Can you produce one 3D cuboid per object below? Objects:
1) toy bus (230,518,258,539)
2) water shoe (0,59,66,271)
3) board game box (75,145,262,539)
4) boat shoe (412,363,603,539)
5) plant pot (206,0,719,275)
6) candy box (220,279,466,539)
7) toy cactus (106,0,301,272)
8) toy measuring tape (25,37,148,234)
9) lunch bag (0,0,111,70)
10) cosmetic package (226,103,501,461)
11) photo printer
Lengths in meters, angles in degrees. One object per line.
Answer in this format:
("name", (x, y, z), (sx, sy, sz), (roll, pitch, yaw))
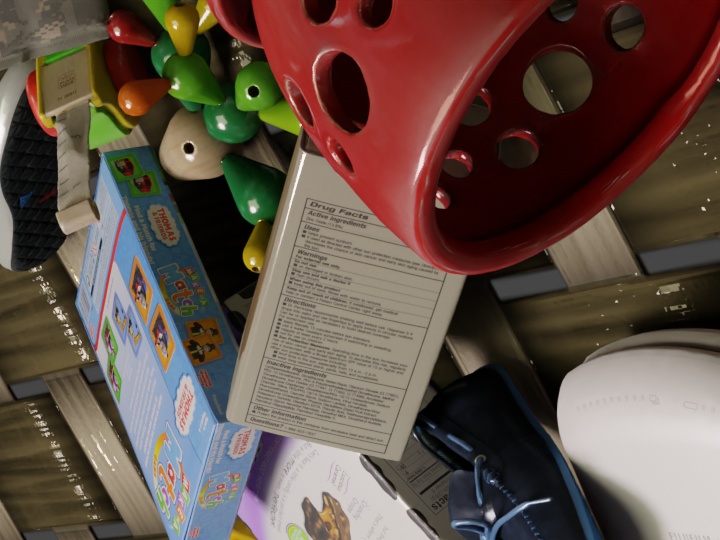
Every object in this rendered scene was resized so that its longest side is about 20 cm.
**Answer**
("toy bus", (-0.075, 0.293, 1.571), (0.135, 0.192, 0.201), (24, 138, 37))
("water shoe", (-0.231, -0.080, 1.546), (0.079, 0.071, 0.201), (43, 146, 22))
("board game box", (-0.117, 0.050, 1.428), (0.152, 0.036, 0.201), (109, 144, -50))
("boat shoe", (0.079, 0.125, 1.255), (0.200, 0.068, 0.084), (-123, 9, -65))
("plant pot", (0.044, -0.130, 1.026), (0.183, 0.200, 0.201), (47, 148, 24))
("candy box", (-0.011, 0.117, 1.435), (0.200, 0.071, 0.168), (46, 147, 15))
("toy cactus", (-0.082, -0.075, 1.349), (0.200, 0.102, 0.165), (49, 158, -6))
("toy measuring tape", (-0.155, -0.081, 1.390), (0.074, 0.073, 0.201), (93, 170, -45))
("lunch bag", (-0.230, -0.231, 1.356), (0.200, 0.117, 0.165), (-125, 21, -48))
("cosmetic package", (0.000, 0.000, 1.251), (0.105, 0.071, 0.201), (15, 132, -5))
("photo printer", (0.188, 0.121, 1.178), (0.166, 0.069, 0.201), (-1, 118, 54))
